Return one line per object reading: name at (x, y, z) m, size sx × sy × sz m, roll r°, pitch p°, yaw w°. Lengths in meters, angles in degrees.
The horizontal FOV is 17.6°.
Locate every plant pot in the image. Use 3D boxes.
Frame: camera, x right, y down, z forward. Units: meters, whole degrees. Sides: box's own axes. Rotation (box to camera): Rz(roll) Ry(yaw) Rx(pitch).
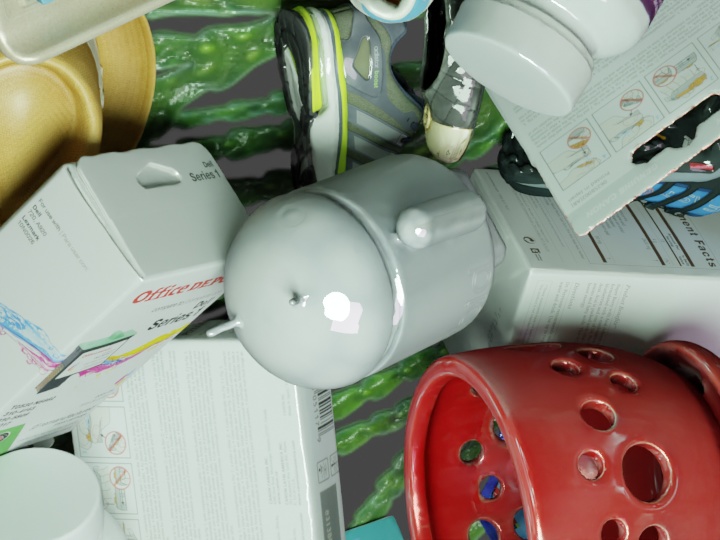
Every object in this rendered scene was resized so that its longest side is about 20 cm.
plant pot at (0.143, 0.139, 1.404) m, size 0.181 × 0.201 × 0.201 m, roll -6°, pitch 127°, yaw -18°

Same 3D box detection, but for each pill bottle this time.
pill bottle at (0.130, -0.192, 1.313) m, size 0.112 × 0.112 × 0.201 m, roll 39°, pitch 75°, yaw -37°
pill bottle at (-0.193, 0.208, 1.436) m, size 0.110 × 0.111 × 0.201 m, roll -11°, pitch 132°, yaw -12°

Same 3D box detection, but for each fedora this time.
fedora at (-0.202, -0.089, 1.337) m, size 0.199 × 0.082 × 0.202 m, roll -10°, pitch 128°, yaw -12°

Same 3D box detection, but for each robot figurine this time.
robot figurine at (0.000, 0.000, 1.341) m, size 0.199 × 0.113 × 0.169 m, roll -23°, pitch 169°, yaw -48°

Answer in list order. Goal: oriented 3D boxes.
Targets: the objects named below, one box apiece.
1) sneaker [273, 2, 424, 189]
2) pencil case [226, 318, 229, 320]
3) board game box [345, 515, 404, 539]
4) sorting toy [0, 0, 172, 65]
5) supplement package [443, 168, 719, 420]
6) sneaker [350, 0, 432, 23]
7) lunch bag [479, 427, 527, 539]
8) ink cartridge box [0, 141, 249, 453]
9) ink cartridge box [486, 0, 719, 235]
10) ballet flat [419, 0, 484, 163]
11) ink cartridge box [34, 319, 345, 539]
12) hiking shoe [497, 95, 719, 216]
sneaker at (0.002, -0.077, 1.431) m, size 0.080 × 0.074 × 0.201 m, roll -16°, pitch 131°, yaw -12°
pencil case at (-0.100, 0.102, 1.521) m, size 0.200 × 0.084 × 0.085 m, roll -43°, pitch 163°, yaw 16°
board game box at (-0.051, 0.274, 1.687) m, size 0.199 × 0.047 × 0.152 m, roll -18°, pitch 129°, yaw -6°
sorting toy at (-0.129, -0.228, 1.251) m, size 0.184 × 0.036 × 0.201 m, roll -29°, pitch 130°, yaw -25°
supplement package at (0.166, 0.018, 1.527) m, size 0.199 × 0.120 × 0.122 m, roll 3°, pitch 124°, yaw -21°
sneaker at (-0.002, -0.233, 1.273) m, size 0.076 × 0.081 × 0.201 m, roll -20°, pitch 104°, yaw 15°
lunch bag at (0.186, 0.197, 1.616) m, size 0.149 × 0.200 × 0.095 m, roll 0°, pitch 126°, yaw -20°
ink cartridge box at (-0.171, 0.021, 1.366) m, size 0.200 × 0.084 × 0.145 m, roll -41°, pitch 168°, yaw 27°
ink cartridge box at (0.161, -0.117, 1.362) m, size 0.162 × 0.201 × 0.057 m, roll -36°, pitch 138°, yaw 9°
ballet flat at (0.042, -0.162, 1.364) m, size 0.056 × 0.066 × 0.202 m, roll -7°, pitch 105°, yaw -17°
ink cartridge box at (-0.110, 0.115, 1.469) m, size 0.199 × 0.057 × 0.164 m, roll 1°, pitch 103°, yaw 30°
hiking shoe at (0.188, -0.062, 1.486) m, size 0.198 × 0.075 × 0.087 m, roll -4°, pitch 140°, yaw 8°
